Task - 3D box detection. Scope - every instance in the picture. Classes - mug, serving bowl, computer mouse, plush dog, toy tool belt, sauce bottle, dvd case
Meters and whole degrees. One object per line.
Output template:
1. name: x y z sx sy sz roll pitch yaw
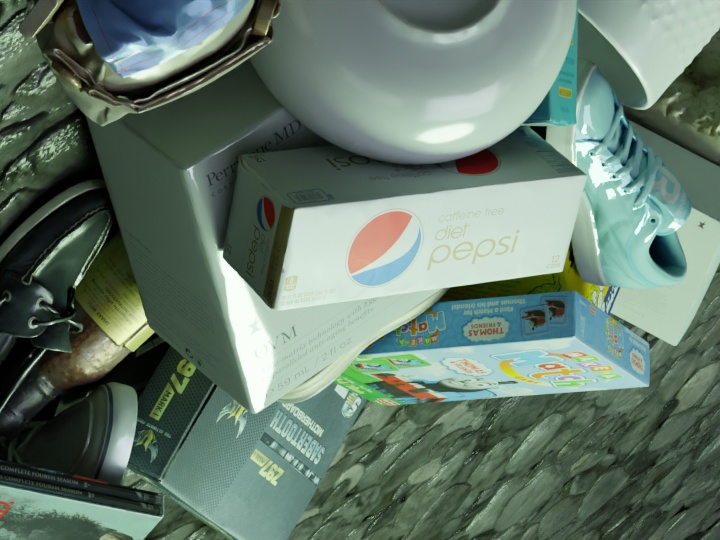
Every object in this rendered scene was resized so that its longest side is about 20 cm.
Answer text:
1. mug: 0.173 -0.231 1.739 0.175 0.148 0.200 -48 129 -7
2. serving bowl: 0.032 -0.163 1.504 0.200 0.200 0.066 -35 179 -19
3. computer mouse: -0.158 0.064 1.837 0.200 0.046 0.141 -28 149 -22
4. plush dog: 0.226 -0.157 1.992 0.172 0.161 0.200 -48 -169 -35
5. toy tool belt: -0.088 -0.170 1.404 0.200 0.125 0.123 -41 167 -6
6. sauce bottle: -0.162 0.025 1.720 0.200 0.066 0.066 -41 159 0
7. dvd case: -0.243 0.163 1.721 0.200 0.022 0.146 16 140 -25

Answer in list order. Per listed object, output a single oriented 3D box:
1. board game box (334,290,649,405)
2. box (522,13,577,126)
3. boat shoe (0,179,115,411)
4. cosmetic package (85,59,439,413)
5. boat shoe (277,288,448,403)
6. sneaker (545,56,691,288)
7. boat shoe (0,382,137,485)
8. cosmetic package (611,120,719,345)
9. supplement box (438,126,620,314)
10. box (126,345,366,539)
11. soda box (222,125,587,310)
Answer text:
1. board game box: 0.074 0.053 1.819 0.200 0.037 0.151 -6 163 24
2. box: 0.099 -0.186 1.611 0.082 0.049 0.200 -5 96 -75
3. boat shoe: -0.204 0.035 1.659 0.199 0.066 0.074 -47 157 10
4. cosmetic package: -0.037 -0.061 1.615 0.199 0.123 0.200 -34 135 -21
5. boat shoe: 0.000 0.000 1.745 0.200 0.076 0.072 -46 143 -5
6. sneaker: 0.175 -0.063 1.777 0.200 0.082 0.074 68 35 -50
7. boat shoe: -0.217 0.135 1.766 0.086 0.075 0.202 15 139 -24
8. cosmetic package: 0.167 -0.048 1.963 0.052 0.200 0.151 -56 170 -33
9. supplement box: 0.108 -0.039 1.876 0.200 0.109 0.109 77 30 -44
10. box: -0.074 0.096 1.854 0.158 0.051 0.200 -59 150 -9
11. soda box: 0.026 -0.031 1.538 0.200 0.064 0.068 -7 124 -31
